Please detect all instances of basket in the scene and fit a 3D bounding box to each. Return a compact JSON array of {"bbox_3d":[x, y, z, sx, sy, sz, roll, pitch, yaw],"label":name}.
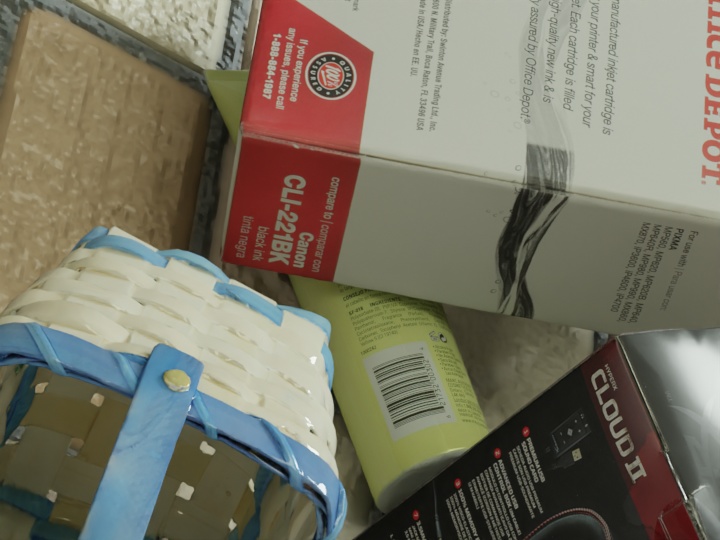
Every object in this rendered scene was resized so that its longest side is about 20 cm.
[{"bbox_3d":[-0.085,0.098,0.804,0.138,0.177,0.201,21,33,-8],"label":"basket"}]

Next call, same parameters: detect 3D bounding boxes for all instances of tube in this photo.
[{"bbox_3d":[0.000,0.000,1.042,0.058,0.052,0.201,41,25,-60],"label":"tube"}]

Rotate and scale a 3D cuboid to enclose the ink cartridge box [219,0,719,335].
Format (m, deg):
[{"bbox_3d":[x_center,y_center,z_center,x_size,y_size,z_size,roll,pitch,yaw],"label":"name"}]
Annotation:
[{"bbox_3d":[0.055,-0.064,1.018,0.198,0.084,0.145,10,52,-2],"label":"ink cartridge box"}]

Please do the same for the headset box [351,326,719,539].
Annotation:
[{"bbox_3d":[0.092,0.122,0.911,0.075,0.200,0.149,-3,61,-42],"label":"headset box"}]
